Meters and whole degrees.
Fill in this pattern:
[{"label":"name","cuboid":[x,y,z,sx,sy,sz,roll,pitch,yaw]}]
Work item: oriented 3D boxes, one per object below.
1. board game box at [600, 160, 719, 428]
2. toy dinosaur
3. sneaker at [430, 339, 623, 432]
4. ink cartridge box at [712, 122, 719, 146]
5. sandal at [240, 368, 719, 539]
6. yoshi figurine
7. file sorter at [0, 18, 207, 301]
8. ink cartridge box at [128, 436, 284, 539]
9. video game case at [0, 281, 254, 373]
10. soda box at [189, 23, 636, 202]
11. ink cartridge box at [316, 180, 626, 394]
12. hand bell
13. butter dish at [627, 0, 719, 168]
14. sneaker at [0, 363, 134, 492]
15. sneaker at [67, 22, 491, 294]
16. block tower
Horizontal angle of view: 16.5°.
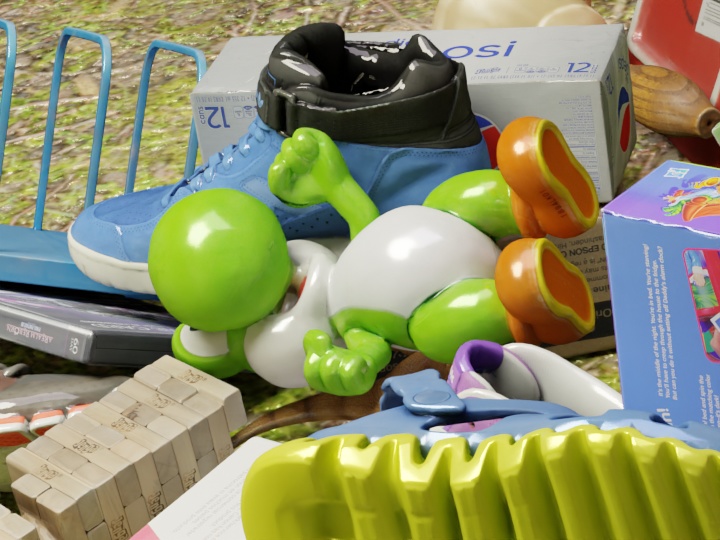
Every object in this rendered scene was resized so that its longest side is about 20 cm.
[{"label":"board game box","cuboid":[0.158,0.071,0.848,0.134,0.201,0.045,14,34,38]},{"label":"toy dinosaur","cuboid":[0.022,0.055,1.087,0.199,0.061,0.106,0,29,19]},{"label":"sneaker","cuboid":[0.027,0.074,0.987,0.199,0.115,0.073,2,30,25]},{"label":"ink cartridge box","cuboid":[0.253,-0.065,1.175,0.059,0.104,0.200,-28,5,39]},{"label":"sandal","cuboid":[0.063,0.070,0.838,0.199,0.080,0.087,6,26,22]},{"label":"yoshi figurine","cuboid":[-0.008,-0.003,1.024,0.199,0.113,0.112,-15,9,30]},{"label":"file sorter","cuboid":[-0.187,-0.064,1.218,0.199,0.124,0.139,6,6,-18]},{"label":"ink cartridge box","cuboid":[0.002,0.145,0.883,0.199,0.083,0.146,11,33,35]},{"label":"video game case","cuboid":[-0.147,0.020,1.184,0.199,0.019,0.142,15,6,39]},{"label":"soda box","cuboid":[0.026,-0.072,1.164,0.199,0.064,0.068,-1,28,17]},{"label":"ink cartridge box","cuboid":[0.042,-0.025,1.220,0.164,0.076,0.200,-12,28,-2]},{"label":"hand bell","cuboid":[0.130,-0.105,1.320,0.104,0.105,0.200,-20,29,-21]},{"label":"butter dish","cuboid":[0.244,-0.148,1.321,0.147,0.201,0.200,9,21,-18]},{"label":"sneaker","cuboid":[-0.188,0.053,1.106,0.199,0.077,0.082,-6,66,7]},{"label":"sneaker","cuboid":[-0.043,-0.056,1.106,0.199,0.112,0.077,-3,29,15]},{"label":"block tower","cuboid":[-0.133,0.111,1.017,0.200,0.058,0.054,-34,37,-31]}]
